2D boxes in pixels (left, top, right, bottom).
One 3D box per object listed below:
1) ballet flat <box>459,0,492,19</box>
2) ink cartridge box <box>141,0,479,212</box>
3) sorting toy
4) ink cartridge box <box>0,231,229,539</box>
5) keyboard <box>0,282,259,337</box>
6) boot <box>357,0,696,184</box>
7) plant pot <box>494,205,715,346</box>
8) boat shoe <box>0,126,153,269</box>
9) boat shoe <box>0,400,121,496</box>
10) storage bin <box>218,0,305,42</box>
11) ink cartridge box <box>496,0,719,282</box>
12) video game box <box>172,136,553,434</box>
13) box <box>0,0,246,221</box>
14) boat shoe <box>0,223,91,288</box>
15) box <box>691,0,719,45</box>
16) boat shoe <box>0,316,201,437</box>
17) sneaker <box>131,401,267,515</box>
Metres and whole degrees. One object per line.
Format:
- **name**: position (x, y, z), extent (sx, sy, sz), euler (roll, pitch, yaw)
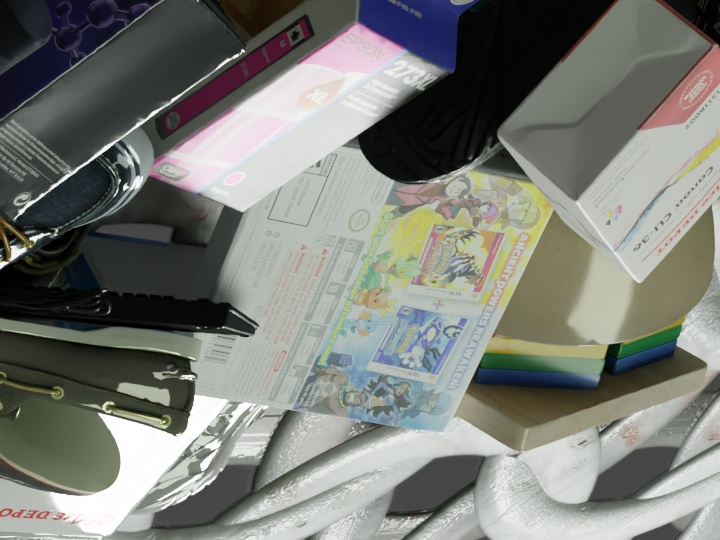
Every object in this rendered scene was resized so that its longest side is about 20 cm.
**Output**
- **ballet flat**: position (0.043, -0.161, 1.633), extent (0.200, 0.074, 0.074), euler (-25, 151, -9)
- **ink cartridge box**: position (-0.021, -0.104, 1.482), extent (0.200, 0.037, 0.095), euler (-35, 150, 23)
- **sorting toy**: position (0.100, 0.024, 1.820), extent (0.199, 0.200, 0.070), euler (-15, 126, -46)
- **ink cartridge box**: position (-0.170, 0.076, 1.759), extent (0.146, 0.086, 0.200), euler (9, 133, -49)
- **keyboard**: position (-0.168, 0.018, 1.578), extent (0.200, 0.021, 0.127), euler (3, 175, 14)
- **boot**: position (0.103, -0.111, 1.597), extent (0.200, 0.076, 0.168), euler (-42, 163, 6)
- **plant pot**: position (0.131, -0.066, 1.745), extent (0.200, 0.200, 0.135), euler (-17, 130, -26)
- **boat shoe**: position (-0.199, -0.025, 1.487), extent (0.200, 0.071, 0.091), euler (-18, -151, 40)
- **boat shoe**: position (-0.239, 0.085, 1.649), extent (0.200, 0.071, 0.063), euler (26, 137, -14)
- **storage bin**: position (-0.014, -0.203, 1.467), extent (0.199, 0.094, 0.200), euler (-37, 152, 8)
- **ink cartridge box**: position (0.161, -0.069, 1.569), extent (0.116, 0.067, 0.200), euler (-48, 156, 0)
- **video game box**: position (0.000, 0.000, 1.647), extent (0.182, 0.047, 0.200), euler (12, 124, -19)
- **box**: position (-0.165, -0.148, 1.296), extent (0.141, 0.200, 0.079), euler (-35, 151, 4)
- **boat shoe**: position (-0.189, -0.034, 1.595), extent (0.072, 0.061, 0.201), euler (-18, 148, -24)
- **box**: position (0.235, -0.190, 1.657), extent (0.086, 0.164, 0.200), euler (-19, 148, -22)
- **boat shoe**: position (-0.194, 0.058, 1.594), extent (0.202, 0.060, 0.072), euler (6, 175, -7)
- **sneaker**: position (-0.107, 0.078, 1.854), extent (0.200, 0.075, 0.082), euler (-44, 144, 0)
